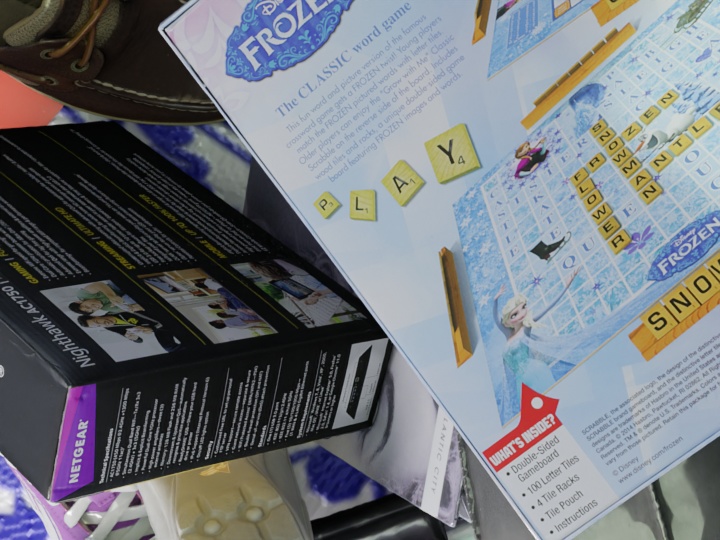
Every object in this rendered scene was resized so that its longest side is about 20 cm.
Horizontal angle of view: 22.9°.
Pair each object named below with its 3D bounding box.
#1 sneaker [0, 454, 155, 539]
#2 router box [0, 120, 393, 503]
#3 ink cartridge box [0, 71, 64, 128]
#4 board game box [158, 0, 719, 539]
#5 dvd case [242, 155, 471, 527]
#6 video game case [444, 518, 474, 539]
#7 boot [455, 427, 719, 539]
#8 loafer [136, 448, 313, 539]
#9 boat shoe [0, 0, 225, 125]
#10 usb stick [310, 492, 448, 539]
[{"bbox_3d":[-0.125,0.085,0.761,0.073,0.114,0.201,-37,94,3],"label":"sneaker"},{"bbox_3d":[-0.107,0.005,0.690,0.200,0.149,0.051,36,121,39],"label":"router box"},{"bbox_3d":[-0.253,-0.090,0.787,0.200,0.057,0.163,40,94,4],"label":"ink cartridge box"},{"bbox_3d":[0.076,-0.055,0.518,0.200,0.041,0.200,-38,85,17],"label":"board game box"},{"bbox_3d":[0.000,0.000,0.715,0.016,0.200,0.149,5,100,-32],"label":"dvd case"},{"bbox_3d":[0.070,0.201,0.806,0.200,0.023,0.183,-22,93,3],"label":"video game case"},{"bbox_3d":[0.101,0.000,0.568,0.182,0.073,0.200,-18,85,18],"label":"boot"},{"bbox_3d":[-0.059,0.091,0.724,0.070,0.200,0.070,-11,129,-9],"label":"loafer"},{"bbox_3d":[-0.133,-0.110,0.755,0.200,0.072,0.072,22,96,-15],"label":"boat shoe"},{"bbox_3d":[-0.056,0.143,0.762,0.200,0.033,0.056,-18,131,-6],"label":"usb stick"}]
